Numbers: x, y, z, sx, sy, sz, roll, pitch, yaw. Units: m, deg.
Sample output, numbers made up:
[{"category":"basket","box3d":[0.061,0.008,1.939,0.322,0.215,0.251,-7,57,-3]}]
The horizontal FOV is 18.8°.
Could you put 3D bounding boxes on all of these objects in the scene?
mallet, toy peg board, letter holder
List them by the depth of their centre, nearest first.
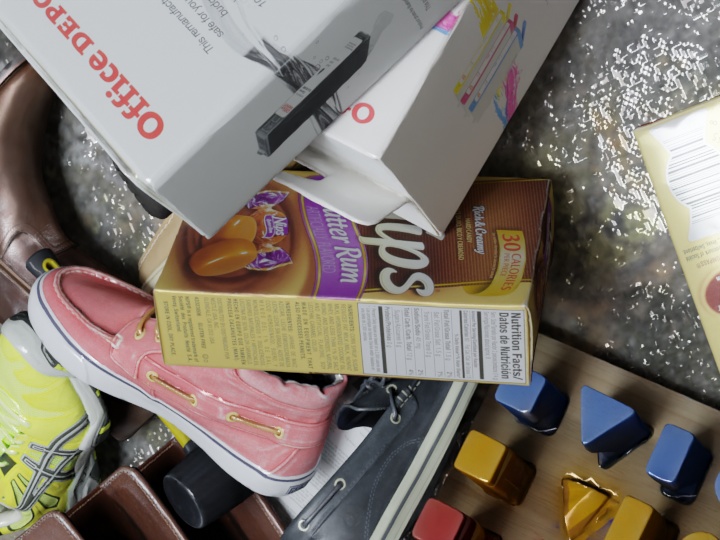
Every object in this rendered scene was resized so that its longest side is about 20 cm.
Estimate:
[{"category":"toy peg board","box3d":[0.116,0.146,1.119,0.199,0.098,0.200,23,83,25]},{"category":"mallet","box3d":[-0.123,0.058,1.289,0.201,0.066,0.041,54,152,20]},{"category":"letter holder","box3d":[-0.102,0.211,1.305,0.142,0.100,0.201,-39,81,46]}]

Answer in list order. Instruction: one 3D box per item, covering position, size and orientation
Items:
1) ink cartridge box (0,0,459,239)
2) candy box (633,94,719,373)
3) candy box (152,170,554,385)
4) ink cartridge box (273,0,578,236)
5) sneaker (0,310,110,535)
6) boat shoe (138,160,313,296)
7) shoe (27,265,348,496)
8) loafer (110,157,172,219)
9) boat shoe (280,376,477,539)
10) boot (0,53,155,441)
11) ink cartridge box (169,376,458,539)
[{"category":"ink cartridge box","box3d":[-0.057,-0.138,1.018,0.200,0.084,0.144,-43,65,0]},{"category":"candy box","box3d":[0.211,0.008,1.067,0.055,0.115,0.202,-19,91,34]},{"category":"candy box","box3d":[0.000,0.000,1.159,0.198,0.117,0.057,3,127,9]},{"category":"ink cartridge box","box3d":[0.012,-0.124,1.107,0.128,0.125,0.201,28,84,24]},{"category":"sneaker","box3d":[-0.202,0.103,1.326,0.075,0.076,0.201,44,152,26]},{"category":"boat shoe","box3d":[-0.069,-0.056,1.264,0.200,0.073,0.070,-44,65,31]},{"category":"shoe","box3d":[-0.097,0.038,1.229,0.199,0.071,0.091,34,132,12]},{"category":"loafer","box3d":[-0.098,-0.104,1.222,0.071,0.201,0.073,-26,127,12]},{"category":"boat shoe","box3d":[0.020,0.081,1.175,0.062,0.201,0.075,28,161,4]},{"category":"boot","box3d":[-0.168,-0.014,1.338,0.200,0.064,0.187,40,123,17]},{"category":"ink cartridge box","box3d":[-0.039,0.116,1.307,0.162,0.057,0.201,40,140,18]}]
